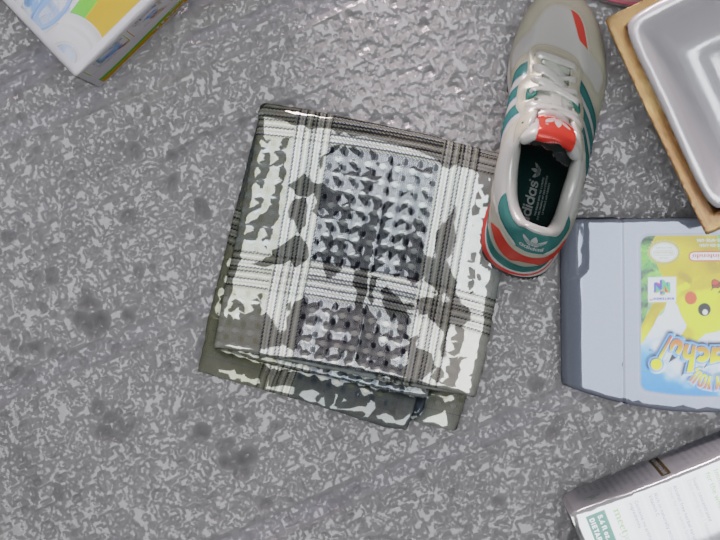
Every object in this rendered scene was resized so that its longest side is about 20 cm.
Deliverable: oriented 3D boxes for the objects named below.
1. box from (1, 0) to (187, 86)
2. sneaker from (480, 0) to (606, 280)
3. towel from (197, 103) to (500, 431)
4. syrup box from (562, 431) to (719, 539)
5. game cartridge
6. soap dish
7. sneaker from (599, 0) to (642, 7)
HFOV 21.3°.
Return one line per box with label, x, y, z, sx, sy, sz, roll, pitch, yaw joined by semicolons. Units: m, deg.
box;-0.147;-0.232;1.271;0.200;0.101;0.113;-45;90;2
sneaker;0.129;-0.097;1.259;0.070;0.093;0.201;14;77;-5
towel;0.000;0.000;1.309;0.191;0.035;0.201;13;92;0
syrup box;0.243;0.156;1.286;0.199;0.081;0.079;-22;92;3
game cartridge;0.235;0.029;1.306;0.198;0.040;0.134;-1;95;1
soap dish;0.283;-0.135;1.271;0.199;0.081;0.158;-25;85;1
sneaker;0.152;-0.228;1.266;0.199;0.105;0.076;18;90;-1
